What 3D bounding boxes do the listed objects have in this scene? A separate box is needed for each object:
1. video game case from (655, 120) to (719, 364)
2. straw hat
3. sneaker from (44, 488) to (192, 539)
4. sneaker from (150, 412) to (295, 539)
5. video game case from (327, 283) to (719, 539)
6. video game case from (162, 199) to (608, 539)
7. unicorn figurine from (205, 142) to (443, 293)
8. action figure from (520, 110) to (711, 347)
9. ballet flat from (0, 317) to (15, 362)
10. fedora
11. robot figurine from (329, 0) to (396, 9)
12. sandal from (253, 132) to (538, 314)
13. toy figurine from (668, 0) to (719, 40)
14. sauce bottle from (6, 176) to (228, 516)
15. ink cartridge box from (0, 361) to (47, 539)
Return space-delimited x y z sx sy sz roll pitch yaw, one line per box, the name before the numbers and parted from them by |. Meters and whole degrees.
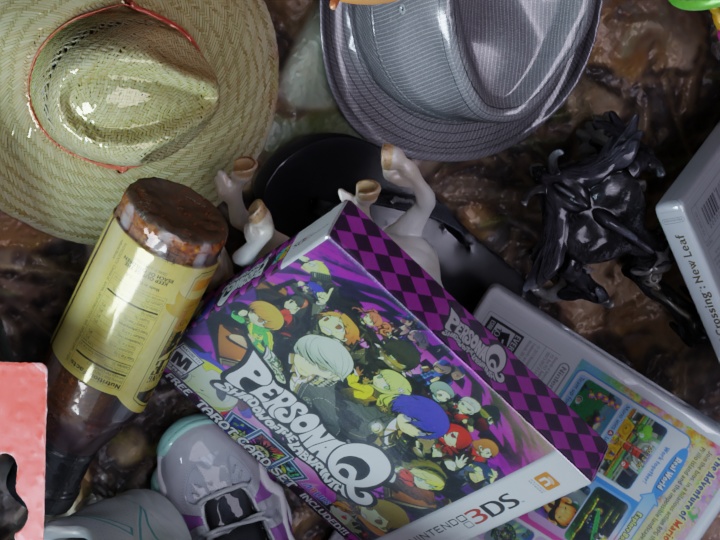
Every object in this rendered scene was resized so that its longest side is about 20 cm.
video game case | 0.251 -0.012 1.361 0.200 0.022 0.182 -49 120 -45
straw hat | -0.126 -0.095 1.225 0.201 0.085 0.202 -5 104 -19
sneaker | -0.099 0.183 1.235 0.080 0.200 0.071 -6 113 -45
sneaker | -0.049 0.182 1.290 0.078 0.140 0.200 -26 111 -13
video game case | 0.102 0.137 1.341 0.182 0.024 0.200 32 103 2
video game case | 0.005 0.071 1.248 0.200 0.181 0.036 43 47 -15
unicorn figurine | 0.000 0.000 1.264 0.074 0.200 0.138 -60 147 -40
action figure | 0.147 -0.026 1.337 0.200 0.102 0.119 30 91 -40
ballet flat | -0.229 0.010 1.213 0.068 0.068 0.200 -10 110 23
fedora | 0.071 -0.151 1.283 0.177 0.090 0.200 8 100 -22
robot figurine | -0.004 -0.224 1.193 0.117 0.200 0.144 -30 152 27
sandal | 0.029 -0.015 1.326 0.200 0.043 0.076 32 90 -24
toy figurine | 0.288 -0.133 1.333 0.200 0.150 0.184 -40 117 -25
sauce bottle | -0.138 0.045 1.244 0.066 0.066 0.200 17 119 -23
ink cartridge box | -0.262 0.123 1.176 0.200 0.050 0.163 2 91 18
